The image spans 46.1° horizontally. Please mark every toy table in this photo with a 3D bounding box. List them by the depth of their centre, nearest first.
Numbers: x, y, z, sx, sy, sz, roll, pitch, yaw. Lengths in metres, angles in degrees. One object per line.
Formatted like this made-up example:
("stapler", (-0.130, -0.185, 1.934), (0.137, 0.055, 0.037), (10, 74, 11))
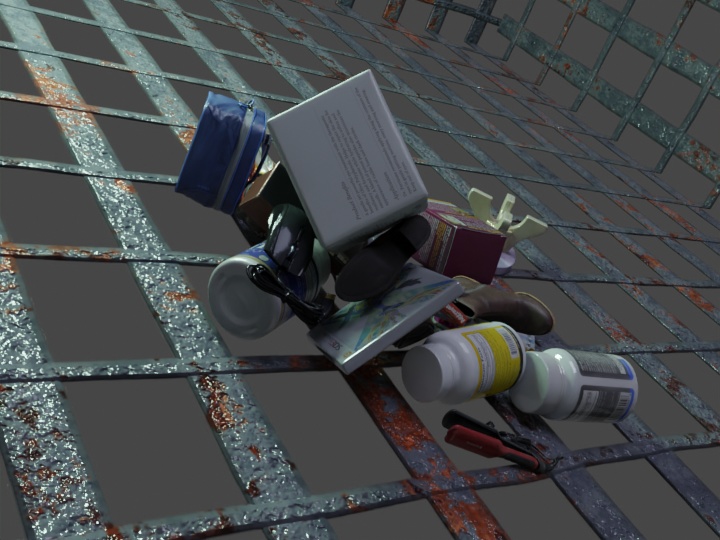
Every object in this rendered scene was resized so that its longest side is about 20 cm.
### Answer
("toy table", (0.298, -0.086, 1.826), (0.181, 0.119, 0.201), (21, 25, -9))

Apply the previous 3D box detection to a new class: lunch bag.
("lunch bag", (-0.233, -0.210, 1.487), (0.130, 0.202, 0.136), (21, 21, -14))

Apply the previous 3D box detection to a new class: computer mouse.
("computer mouse", (-0.077, -0.016, 1.194), (0.140, 0.046, 0.201), (41, 31, -18))

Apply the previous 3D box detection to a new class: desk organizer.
("desk organizer", (-0.096, -0.075, 1.386), (0.200, 0.076, 0.072), (42, 57, -22))

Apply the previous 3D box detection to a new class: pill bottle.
("pill bottle", (-0.126, 0.015, 1.261), (0.119, 0.121, 0.200), (31, 26, 13))
("pill bottle", (0.156, 0.143, 1.287), (0.198, 0.113, 0.111), (-4, 38, -46))
("pill bottle", (0.343, 0.187, 1.372), (0.197, 0.115, 0.114), (9, 30, -31))

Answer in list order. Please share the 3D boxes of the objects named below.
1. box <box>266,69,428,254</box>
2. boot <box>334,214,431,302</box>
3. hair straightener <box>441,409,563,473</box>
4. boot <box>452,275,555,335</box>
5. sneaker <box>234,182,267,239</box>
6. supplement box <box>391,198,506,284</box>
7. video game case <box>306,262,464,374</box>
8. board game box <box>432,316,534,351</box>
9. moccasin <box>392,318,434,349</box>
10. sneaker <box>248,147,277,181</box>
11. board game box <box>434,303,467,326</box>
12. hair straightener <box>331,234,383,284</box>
("box", (-0.013, -0.150, 1.256), (0.200, 0.169, 0.202), (32, 33, -86))
("boot", (0.000, 0.000, 1.290), (0.068, 0.200, 0.189), (45, 63, -7))
("hair straightener", (0.207, 0.241, 1.232), (0.197, 0.041, 0.077), (18, 27, -15))
("boot", (0.224, 0.071, 1.456), (0.198, 0.074, 0.166), (24, 18, 23))
("sneaker", (-0.132, -0.086, 1.472), (0.198, 0.097, 0.072), (23, 64, -30))
("supplement box", (0.165, -0.062, 1.638), (0.129, 0.105, 0.200), (8, 18, -32))
("video game case", (0.029, 0.062, 1.207), (0.022, 0.198, 0.182), (60, -12, -18))
("board game box", (0.236, 0.085, 1.561), (0.197, 0.026, 0.201), (26, 27, 0))
("moccasin", (0.071, 0.071, 1.287), (0.201, 0.073, 0.079), (21, 46, -86))
("sneaker", (-0.183, -0.176, 1.624), (0.081, 0.078, 0.201), (6, 41, -41))
("board game box", (0.089, 0.037, 1.386), (0.103, 0.020, 0.199), (44, -11, -22))
("hair straightener", (-0.017, -0.017, 1.512), (0.075, 0.042, 0.200), (5, 27, 18))
